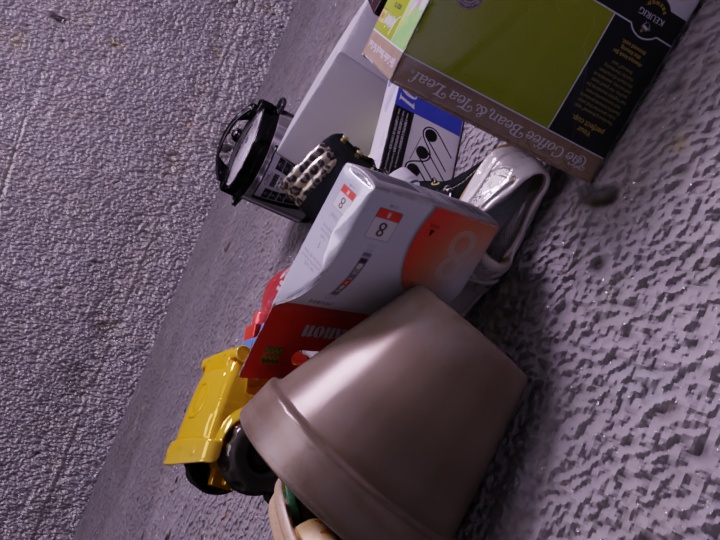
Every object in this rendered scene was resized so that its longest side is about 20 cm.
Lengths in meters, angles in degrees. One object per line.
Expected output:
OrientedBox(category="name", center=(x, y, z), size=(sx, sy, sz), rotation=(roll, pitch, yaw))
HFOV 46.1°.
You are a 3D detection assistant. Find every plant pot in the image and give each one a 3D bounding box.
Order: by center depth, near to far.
OrientedBox(category="plant pot", center=(0.035, 0.114, 0.673), size=(0.174, 0.200, 0.200), rotation=(-48, 19, 0))

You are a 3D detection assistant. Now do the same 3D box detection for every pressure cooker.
OrientedBox(category="pressure cooker", center=(-0.151, -0.191, 1.483), size=(0.179, 0.199, 0.177), rotation=(-30, 40, 60))

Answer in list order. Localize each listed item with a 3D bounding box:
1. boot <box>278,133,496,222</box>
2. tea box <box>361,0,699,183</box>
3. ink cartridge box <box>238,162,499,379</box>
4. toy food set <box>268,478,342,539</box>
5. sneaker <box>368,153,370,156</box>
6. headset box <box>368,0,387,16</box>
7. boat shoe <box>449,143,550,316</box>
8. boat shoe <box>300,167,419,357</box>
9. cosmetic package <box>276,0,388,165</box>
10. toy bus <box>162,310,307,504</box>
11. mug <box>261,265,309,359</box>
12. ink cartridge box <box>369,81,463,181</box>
OrientedBox(category="boot", center=(0.035, -0.090, 0.842), size=(0.203, 0.154, 0.073), rotation=(-42, -5, -1))
OrientedBox(category="tea box", center=(0.138, -0.212, 0.703), size=(0.197, 0.199, 0.134), rotation=(-61, 20, 15))
OrientedBox(category="ink cartridge box", center=(0.009, 0.023, 0.702), size=(0.050, 0.162, 0.201), rotation=(39, 109, 41))
OrientedBox(category="toy food set", center=(-0.014, 0.241, 0.664), size=(0.049, 0.200, 0.198), rotation=(-29, 29, -2))
OrientedBox(category="sneaker", center=(0.017, -0.094, 1.125), size=(0.200, 0.075, 0.076), rotation=(-56, 11, 2))
OrientedBox(category="headset box", center=(0.086, -0.355, 1.099), size=(0.077, 0.148, 0.200), rotation=(-57, 20, 25))
OrientedBox(category="boat shoe", center=(0.105, -0.017, 0.771), size=(0.201, 0.071, 0.069), rotation=(-63, 25, 15))
OrientedBox(category="boat shoe", center=(0.009, 0.004, 0.777), size=(0.201, 0.065, 0.074), rotation=(-60, -19, 20))
OrientedBox(category="cosmetic package", center=(-0.003, -0.257, 1.218), size=(0.199, 0.123, 0.200), rotation=(-50, 15, 42))
OrientedBox(category="toy bus", center=(-0.076, 0.144, 0.866), size=(0.136, 0.199, 0.193), rotation=(-25, 47, 56))
OrientedBox(category="mug", center=(-0.010, -0.002, 0.987), size=(0.200, 0.133, 0.178), rotation=(-39, 35, 48))
OrientedBox(category="ink cartridge box", center=(0.068, -0.160, 1.005), size=(0.044, 0.094, 0.201), rotation=(-36, 36, 57))
